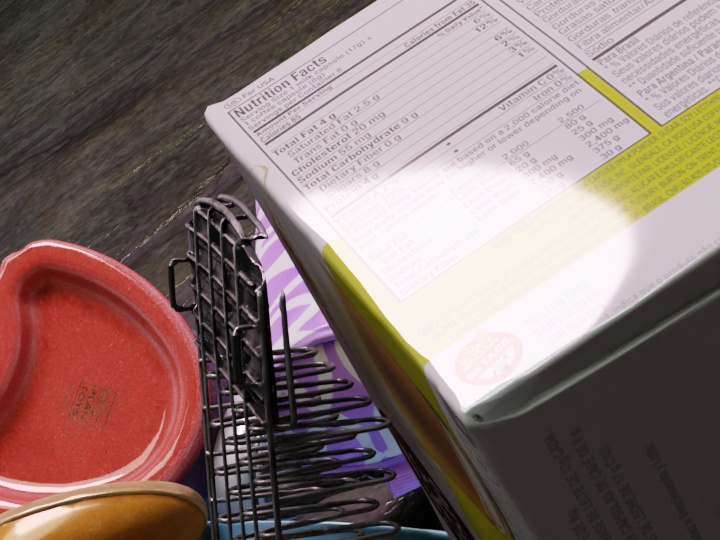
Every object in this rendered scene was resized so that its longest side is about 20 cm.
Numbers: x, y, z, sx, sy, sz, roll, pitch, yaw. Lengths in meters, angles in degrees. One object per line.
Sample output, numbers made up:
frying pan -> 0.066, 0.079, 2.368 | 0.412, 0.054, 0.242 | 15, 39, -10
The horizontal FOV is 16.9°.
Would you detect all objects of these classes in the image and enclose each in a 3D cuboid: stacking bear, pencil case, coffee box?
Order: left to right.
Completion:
stacking bear -> -0.092, 0.081, 1.079 | 0.113, 0.200, 0.122 | 16, 77, 18
pencil case -> 0.000, 0.000, 0.998 | 0.084, 0.086, 0.200 | -30, 33, 21
coffee box -> 0.107, 0.009, 0.724 | 0.200, 0.200, 0.198 | -34, 36, -6

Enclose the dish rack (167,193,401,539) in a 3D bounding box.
dish rack -> -0.021, 0.076, 0.770 | 0.054, 0.201, 0.153 | -7, 11, -13

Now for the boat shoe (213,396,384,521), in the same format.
boat shoe -> 0.011, 0.054, 1.045 | 0.071, 0.072, 0.200 | 9, 26, 29

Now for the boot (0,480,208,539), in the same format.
boot -> -0.132, 0.171, 0.874 | 0.201, 0.071, 0.144 | -25, 51, 4

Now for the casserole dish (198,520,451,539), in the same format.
casserole dish -> -0.005, 0.120, 0.938 | 0.200, 0.121, 0.039 | -9, 74, 55
